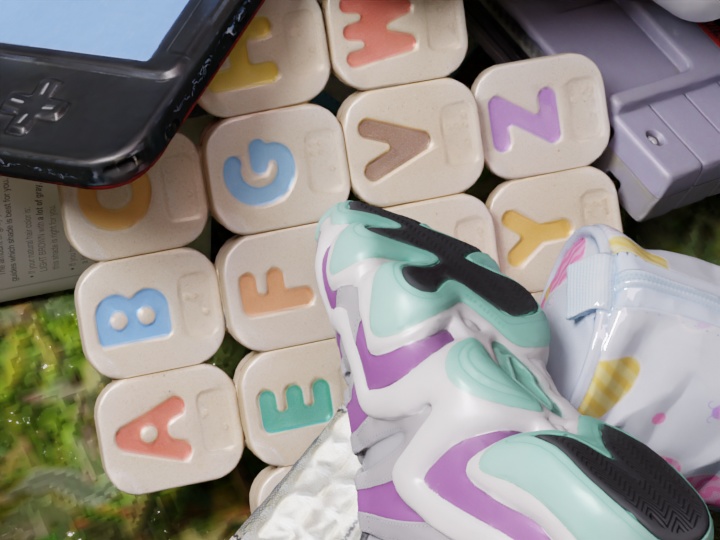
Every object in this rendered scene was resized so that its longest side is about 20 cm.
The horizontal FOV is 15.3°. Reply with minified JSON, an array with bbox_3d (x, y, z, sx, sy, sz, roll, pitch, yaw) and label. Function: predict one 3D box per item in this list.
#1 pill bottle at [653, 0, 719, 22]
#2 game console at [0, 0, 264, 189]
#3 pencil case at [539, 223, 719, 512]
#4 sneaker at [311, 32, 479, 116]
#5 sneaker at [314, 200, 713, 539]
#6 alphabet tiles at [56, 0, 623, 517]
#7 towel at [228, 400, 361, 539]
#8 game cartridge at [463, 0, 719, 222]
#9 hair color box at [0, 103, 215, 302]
[{"bbox_3d":[0.113,-0.161,0.964,0.200,0.111,0.111,38,64,7],"label":"pill bottle"},{"bbox_3d":[-0.113,-0.142,0.872,0.172,0.119,0.200,9,53,30],"label":"game console"},{"bbox_3d":[0.151,0.048,0.898,0.199,0.091,0.084,16,70,-10],"label":"pencil case"},{"bbox_3d":[-0.045,-0.101,0.992,0.199,0.081,0.077,-4,60,-11],"label":"sneaker"},{"bbox_3d":[0.013,0.077,0.836,0.077,0.140,0.200,17,23,-35],"label":"sneaker"},{"bbox_3d":[0.000,0.000,0.909,0.194,0.015,0.201,-10,99,-14],"label":"alphabet tiles"},{"bbox_3d":[0.016,0.155,0.854,0.192,0.035,0.200,37,80,15],"label":"towel"},{"bbox_3d":[0.087,-0.111,1.008,0.129,0.038,0.200,-22,63,-40],"label":"game cartridge"},{"bbox_3d":[-0.153,-0.033,0.934,0.199,0.100,0.061,-11,60,-11],"label":"hair color box"}]
